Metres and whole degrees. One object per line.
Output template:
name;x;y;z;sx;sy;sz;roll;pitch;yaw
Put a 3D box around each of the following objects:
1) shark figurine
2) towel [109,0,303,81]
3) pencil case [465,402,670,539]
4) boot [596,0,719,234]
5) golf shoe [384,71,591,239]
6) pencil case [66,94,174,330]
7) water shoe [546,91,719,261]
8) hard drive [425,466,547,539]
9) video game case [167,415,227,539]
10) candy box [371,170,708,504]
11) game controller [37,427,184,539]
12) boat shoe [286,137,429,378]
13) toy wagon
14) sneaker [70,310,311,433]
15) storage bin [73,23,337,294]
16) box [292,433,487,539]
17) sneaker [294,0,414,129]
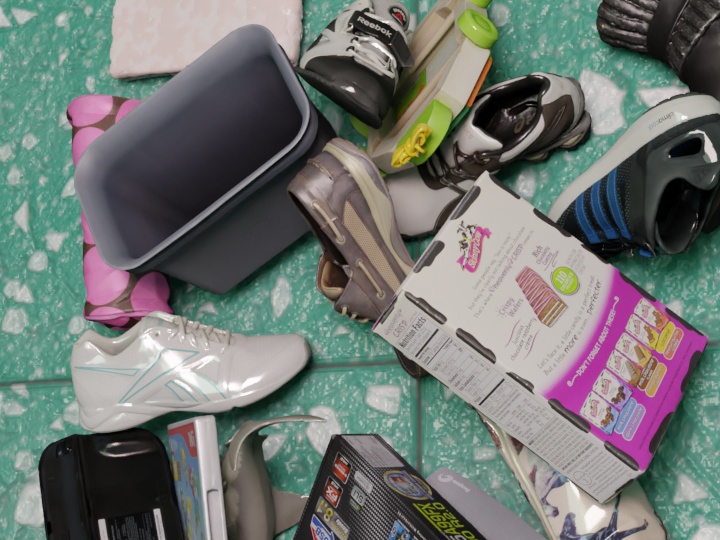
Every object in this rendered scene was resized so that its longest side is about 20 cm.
shark figurine;-0.072;0.173;1.065;0.128;0.089;0.216;-114;28;-56
towel;-0.132;-0.268;1.217;0.189;0.032;0.202;-3;78;24
pencil case;0.145;0.146;0.978;0.201;0.089;0.078;61;142;20
boot;0.236;-0.146;1.004;0.157;0.079;0.213;24;84;23
golf shoe;0.077;-0.095;1.056;0.199;0.094;0.078;-33;69;16
pencil case;-0.204;-0.046;1.175;0.090;0.094;0.202;1;75;-22
water shoe;0.189;-0.038;0.954;0.200;0.071;0.080;122;136;-52
hard drive;0.093;0.242;0.957;0.200;0.042;0.136;36;118;43
video game case;-0.121;0.215;1.051;0.017;0.143;0.202;-4;83;-17
candy box;0.125;0.044;0.947;0.199;0.061;0.137;38;51;1
game controller;-0.188;0.210;1.061;0.103;0.042;0.201;-3;52;-19
boat shoe;0.000;0.000;1.033;0.073;0.201;0.074;-30;22;-14
toy wagon;0.048;-0.132;1.037;0.155;0.039;0.201;-50;21;30
sneaker;-0.139;0.072;1.100;0.198;0.070;0.081;-12;104;3
storage bin;-0.105;-0.078;1.088;0.199;0.134;0.146;-35;58;12
box;0.023;0.231;0.940;0.200;0.044;0.161;40;116;45
sneaker;0.001;-0.165;1.026;0.074;0.200;0.089;35;100;-15
